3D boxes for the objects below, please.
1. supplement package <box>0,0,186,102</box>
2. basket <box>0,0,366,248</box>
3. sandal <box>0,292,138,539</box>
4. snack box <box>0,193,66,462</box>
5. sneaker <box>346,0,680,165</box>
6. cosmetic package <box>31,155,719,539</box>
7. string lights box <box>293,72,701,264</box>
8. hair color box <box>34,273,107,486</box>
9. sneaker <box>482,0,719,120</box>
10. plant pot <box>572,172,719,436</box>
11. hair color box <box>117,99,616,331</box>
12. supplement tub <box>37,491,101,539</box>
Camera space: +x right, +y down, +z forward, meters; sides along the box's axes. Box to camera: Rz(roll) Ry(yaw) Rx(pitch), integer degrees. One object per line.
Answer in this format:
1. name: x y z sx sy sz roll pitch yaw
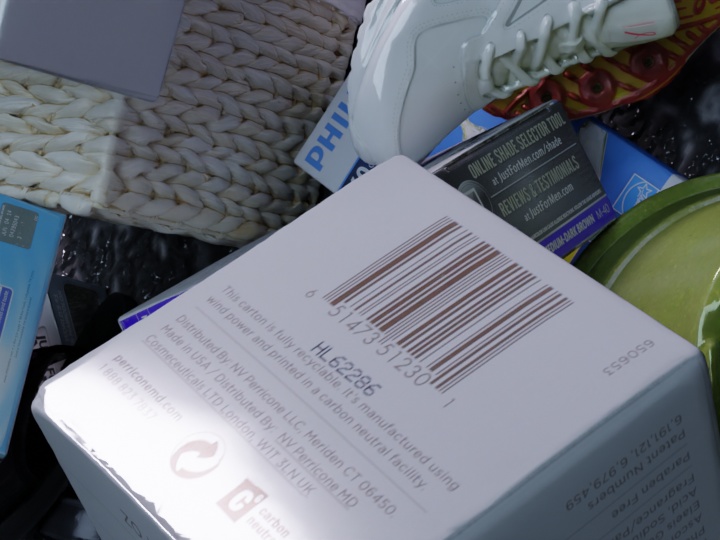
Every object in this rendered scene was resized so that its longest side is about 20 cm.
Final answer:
1. supplement package: -0.177 -0.159 0.767 0.200 0.117 0.117 19 95 28
2. basket: -0.132 -0.106 0.918 0.198 0.200 0.161 11 90 29
3. sandal: -0.177 0.093 0.900 0.201 0.048 0.075 -54 29 11
4. snack box: -0.193 0.054 0.860 0.200 0.037 0.116 140 144 -59
5. sneaker: 0.077 -0.113 0.742 0.099 0.078 0.200 36 82 26
6. cosmetic package: 0.021 0.105 0.634 0.166 0.200 0.167 -34 41 -18
7. string lights box: 0.074 -0.037 0.863 0.200 0.059 0.103 38 100 29
8. hair color box: -0.223 0.089 1.005 0.200 0.061 0.099 -27 68 23
9. sneaker: 0.138 -0.127 0.824 0.200 0.077 0.073 -31 95 0
10. plant pot: 0.171 0.043 0.677 0.199 0.190 0.201 0 82 0
11. hair color box: 0.000 0.000 0.797 0.200 0.109 0.065 -25 95 41
12. supplement tub: -0.144 0.216 0.908 0.107 0.107 0.201 10 85 30
